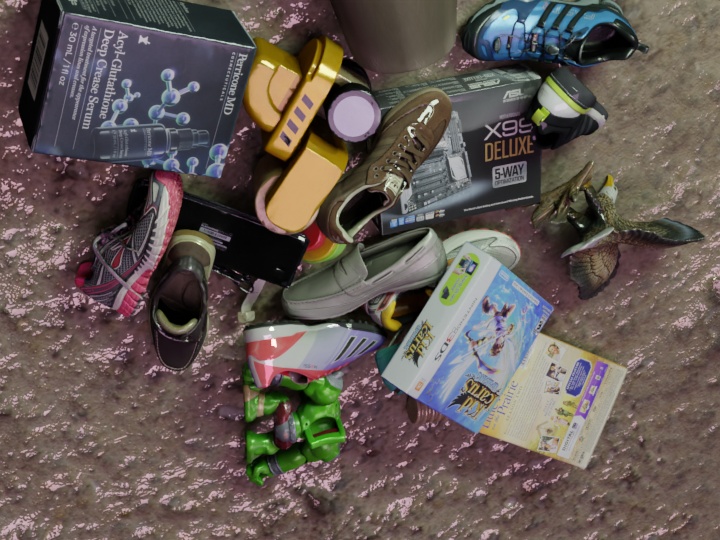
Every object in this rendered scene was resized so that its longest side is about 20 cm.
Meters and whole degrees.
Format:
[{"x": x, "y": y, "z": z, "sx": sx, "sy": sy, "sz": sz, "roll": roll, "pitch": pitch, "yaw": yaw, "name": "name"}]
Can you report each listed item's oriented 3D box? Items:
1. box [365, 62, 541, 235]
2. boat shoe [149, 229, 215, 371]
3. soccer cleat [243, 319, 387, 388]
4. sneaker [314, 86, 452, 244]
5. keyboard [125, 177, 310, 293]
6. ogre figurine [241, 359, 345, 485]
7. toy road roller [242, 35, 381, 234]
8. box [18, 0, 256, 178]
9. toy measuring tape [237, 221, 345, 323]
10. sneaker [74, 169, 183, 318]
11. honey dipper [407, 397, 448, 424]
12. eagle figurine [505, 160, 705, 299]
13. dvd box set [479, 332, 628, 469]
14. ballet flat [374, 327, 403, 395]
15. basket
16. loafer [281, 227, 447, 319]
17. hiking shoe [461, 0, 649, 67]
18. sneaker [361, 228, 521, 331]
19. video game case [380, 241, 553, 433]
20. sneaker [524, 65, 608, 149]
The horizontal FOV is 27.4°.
[{"x": 0.106, "y": -0.138, "z": 1.665, "sx": 0.198, "sy": 0.050, "sz": 0.159, "roll": -11, "pitch": 122, "yaw": -14, "name": "box"}, {"x": -0.203, "y": 0.045, "z": 1.627, "sx": 0.073, "sy": 0.065, "sz": 0.201, "roll": 11, "pitch": 132, "yaw": 1, "name": "boat shoe"}, {"x": -0.050, "y": 0.095, "z": 1.694, "sx": 0.199, "sy": 0.068, "sz": 0.074, "roll": 1, "pitch": 82, "yaw": -43, "name": "soccer cleat"}, {"x": 0.035, "y": -0.105, "z": 1.578, "sx": 0.200, "sy": 0.076, "sz": 0.070, "roll": -48, "pitch": 125, "yaw": 6, "name": "sneaker"}, {"x": -0.160, "y": -0.041, "z": 1.617, "sx": 0.199, "sy": 0.040, "sz": 0.104, "roll": 21, "pitch": 128, "yaw": -9, "name": "keyboard"}, {"x": -0.081, "y": 0.178, "z": 1.763, "sx": 0.119, "sy": 0.098, "sz": 0.202, "roll": -2, "pitch": 110, "yaw": -6, "name": "ogre figurine"}, {"x": -0.078, "y": -0.155, "z": 1.548, "sx": 0.145, "sy": 0.123, "sz": 0.201, "roll": 28, "pitch": 108, "yaw": -17, "name": "toy road roller"}, {"x": -0.225, "y": -0.191, "z": 1.472, "sx": 0.199, "sy": 0.107, "sz": 0.149, "roll": 6, "pitch": 117, "yaw": -25, "name": "box"}, {"x": -0.066, "y": -0.011, "z": 1.660, "sx": 0.073, "sy": 0.074, "sz": 0.201, "roll": 21, "pitch": 107, "yaw": -30, "name": "toy measuring tape"}, {"x": -0.243, "y": -0.030, "z": 1.559, "sx": 0.074, "sy": 0.081, "sz": 0.200, "roll": 24, "pitch": 127, "yaw": -10, "name": "sneaker"}, {"x": 0.156, "y": 0.168, "z": 1.885, "sx": 0.199, "sy": 0.038, "sz": 0.038, "roll": -5, "pitch": 122, "yaw": -22, "name": "honey dipper"}, {"x": 0.299, "y": -0.045, "z": 1.753, "sx": 0.200, "sy": 0.151, "sz": 0.151, "roll": 41, "pitch": 80, "yaw": -30, "name": "eagle figurine"}, {"x": 0.236, "y": 0.160, "z": 1.886, "sx": 0.199, "sy": 0.029, "sz": 0.147, "roll": 21, "pitch": 93, "yaw": -29, "name": "dvd box set"}, {"x": 0.093, "y": 0.074, "z": 1.771, "sx": 0.199, "sy": 0.071, "sz": 0.067, "roll": -31, "pitch": 172, "yaw": -36, "name": "ballet flat"}, {"x": 0.030, "y": -0.313, "z": 1.483, "sx": 0.179, "sy": 0.136, "sz": 0.201, "roll": -20, "pitch": 129, "yaw": -7, "name": "basket"}, {"x": 0.000, "y": 0.000, "z": 1.689, "sx": 0.199, "sy": 0.070, "sz": 0.070, "roll": -20, "pitch": 130, "yaw": 3, "name": "loafer"}, {"x": 0.210, "y": -0.259, "z": 1.607, "sx": 0.198, "sy": 0.087, "sz": 0.075, "roll": -10, "pitch": 123, "yaw": -15, "name": "hiking shoe"}, {"x": 0.101, "y": 0.019, "z": 1.740, "sx": 0.199, "sy": 0.082, "sz": 0.078, "roll": -25, "pitch": 126, "yaw": -6, "name": "sneaker"}, {"x": 0.130, "y": 0.083, "z": 1.717, "sx": 0.182, "sy": 0.045, "sz": 0.200, "roll": -57, "pitch": 145, "yaw": -1, "name": "video game case"}, {"x": 0.216, "y": -0.173, "z": 1.626, "sx": 0.083, "sy": 0.072, "sz": 0.200, "roll": -47, "pitch": 165, "yaw": 9, "name": "sneaker"}]
